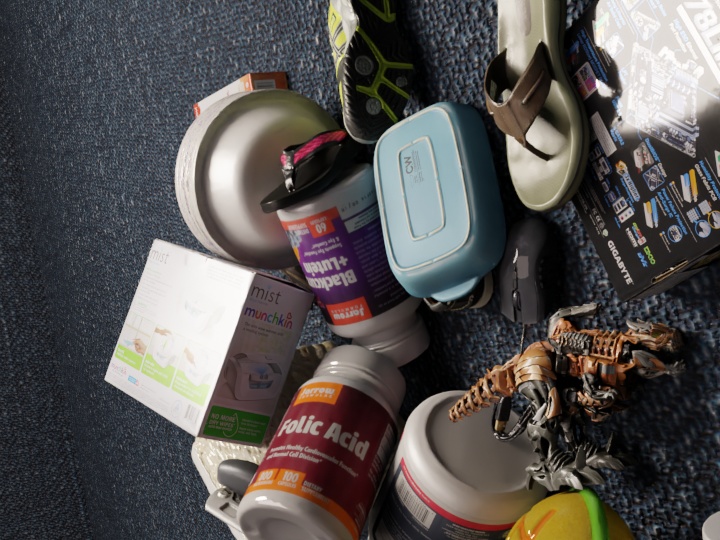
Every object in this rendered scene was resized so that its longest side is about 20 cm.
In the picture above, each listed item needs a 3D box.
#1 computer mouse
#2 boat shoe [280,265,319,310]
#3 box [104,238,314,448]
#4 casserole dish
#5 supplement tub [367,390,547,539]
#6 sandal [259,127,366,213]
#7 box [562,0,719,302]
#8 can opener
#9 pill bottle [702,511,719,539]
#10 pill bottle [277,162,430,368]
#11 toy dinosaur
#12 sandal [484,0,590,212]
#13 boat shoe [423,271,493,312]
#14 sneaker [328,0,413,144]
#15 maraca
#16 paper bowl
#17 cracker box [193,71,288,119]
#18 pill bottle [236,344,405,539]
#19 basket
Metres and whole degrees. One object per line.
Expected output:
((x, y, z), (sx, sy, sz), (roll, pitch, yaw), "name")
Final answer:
((0.136, 0.053, 0.726), (0.058, 0.034, 0.201), (9, 95, 40), "computer mouse")
((-0.052, 0.014, 1.017), (0.200, 0.074, 0.074), (26, 121, 53), "boat shoe")
((-0.172, 0.074, 0.916), (0.199, 0.096, 0.178), (15, 84, 45), "box")
((0.065, -0.071, 0.763), (0.121, 0.039, 0.201), (-23, 61, 32), "casserole dish")
((0.087, 0.228, 0.802), (0.141, 0.140, 0.201), (51, 140, 36), "supplement tub")
((-0.041, -0.122, 0.839), (0.075, 0.200, 0.045), (-5, 123, 45), "sandal")
((0.215, -0.107, 0.574), (0.199, 0.049, 0.201), (-46, 60, 53), "box")
((-0.074, 0.255, 0.833), (0.199, 0.053, 0.067), (20, 116, 30), "can opener")
((0.278, 0.263, 0.537), (0.112, 0.112, 0.201), (-1, 100, 58), "pill bottle")
((0.000, 0.000, 0.867), (0.111, 0.111, 0.201), (2, 120, 57), "pill bottle")
((0.167, 0.101, 0.677), (0.200, 0.102, 0.137), (-26, 74, 55), "toy dinosaur")
((0.119, -0.143, 0.623), (0.080, 0.057, 0.202), (-7, 93, 60), "sandal")
((0.064, -0.054, 0.818), (0.072, 0.067, 0.201), (-44, 61, 54), "boat shoe")
((0.006, -0.221, 0.848), (0.076, 0.075, 0.201), (145, 127, -66), "sneaker")
((0.156, 0.253, 0.649), (0.138, 0.106, 0.201), (-75, -4, -46), "maraca")
((-0.097, -0.100, 0.927), (0.104, 0.200, 0.202), (13, 111, 56), "paper bowl")
((-0.159, -0.182, 1.137), (0.200, 0.057, 0.135), (-5, 95, 59), "cracker box")
((-0.029, 0.176, 0.806), (0.113, 0.200, 0.115), (13, 135, 14), "pill bottle")
((-0.076, 0.209, 1.007), (0.200, 0.197, 0.162), (43, 130, 43), "basket")
